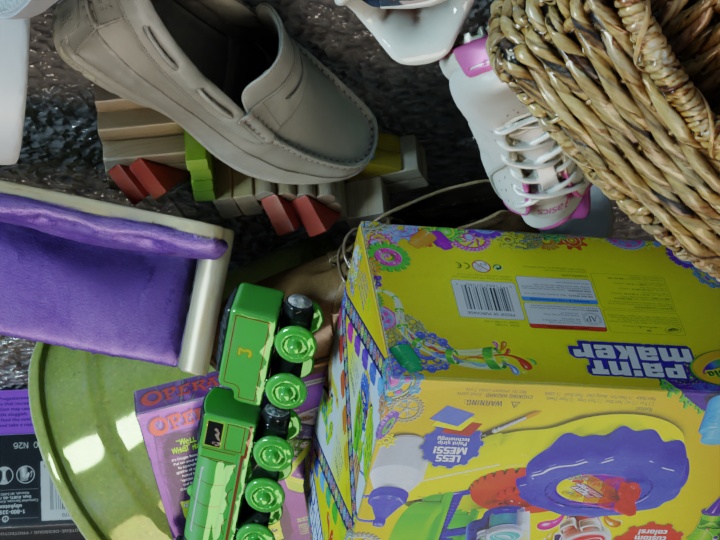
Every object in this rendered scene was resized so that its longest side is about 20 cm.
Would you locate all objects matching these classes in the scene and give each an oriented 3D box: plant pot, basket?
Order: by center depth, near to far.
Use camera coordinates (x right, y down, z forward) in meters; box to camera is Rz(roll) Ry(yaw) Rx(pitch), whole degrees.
[{"bbox_3d":[0.170,-0.097,0.776,0.200,0.143,0.149,37,130,-21],"label":"basket"},{"bbox_3d":[-0.071,0.078,1.153,0.184,0.201,0.200,-29,148,20],"label":"plant pot"}]

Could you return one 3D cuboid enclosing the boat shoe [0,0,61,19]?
[{"bbox_3d":[-0.093,-0.180,0.731,0.200,0.074,0.067,-40,173,38],"label":"boat shoe"}]

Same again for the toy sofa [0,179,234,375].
[{"bbox_3d":[-0.171,-0.002,0.983,0.199,0.083,0.098,11,-179,-11],"label":"toy sofa"}]

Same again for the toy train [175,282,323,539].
[{"bbox_3d":[-0.063,0.095,1.012,0.056,0.042,0.201,13,120,0],"label":"toy train"}]

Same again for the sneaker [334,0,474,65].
[{"bbox_3d":[0.018,-0.160,0.766,0.078,0.080,0.200,-6,154,10],"label":"sneaker"}]

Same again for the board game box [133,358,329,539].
[{"bbox_3d":[-0.019,0.099,1.060,0.199,0.032,0.121,-13,126,-3],"label":"board game box"}]

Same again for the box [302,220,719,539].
[{"bbox_3d":[0.086,0.091,0.975,0.199,0.122,0.193,3,129,-12],"label":"box"}]

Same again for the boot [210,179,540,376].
[{"bbox_3d":[0.000,0.000,1.010,0.199,0.074,0.076,-18,143,7],"label":"boot"}]

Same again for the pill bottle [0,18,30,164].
[{"bbox_3d":[-0.247,-0.098,0.805,0.199,0.115,0.114,2,154,-15],"label":"pill bottle"}]

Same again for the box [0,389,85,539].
[{"bbox_3d":[-0.232,0.172,1.388,0.121,0.107,0.200,-1,155,-7],"label":"box"}]

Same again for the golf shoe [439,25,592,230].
[{"bbox_3d":[0.088,-0.070,0.900,0.075,0.092,0.200,-16,173,10],"label":"golf shoe"}]

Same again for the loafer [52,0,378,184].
[{"bbox_3d":[-0.057,-0.094,0.902,0.070,0.070,0.199,-16,153,40],"label":"loafer"}]

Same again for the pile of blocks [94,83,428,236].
[{"bbox_3d":[-0.048,-0.055,0.995,0.199,0.063,0.082,5,153,-22],"label":"pile of blocks"}]

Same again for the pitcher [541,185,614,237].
[{"bbox_3d":[0.085,0.040,1.138,0.171,0.122,0.200,-26,148,-2],"label":"pitcher"}]
